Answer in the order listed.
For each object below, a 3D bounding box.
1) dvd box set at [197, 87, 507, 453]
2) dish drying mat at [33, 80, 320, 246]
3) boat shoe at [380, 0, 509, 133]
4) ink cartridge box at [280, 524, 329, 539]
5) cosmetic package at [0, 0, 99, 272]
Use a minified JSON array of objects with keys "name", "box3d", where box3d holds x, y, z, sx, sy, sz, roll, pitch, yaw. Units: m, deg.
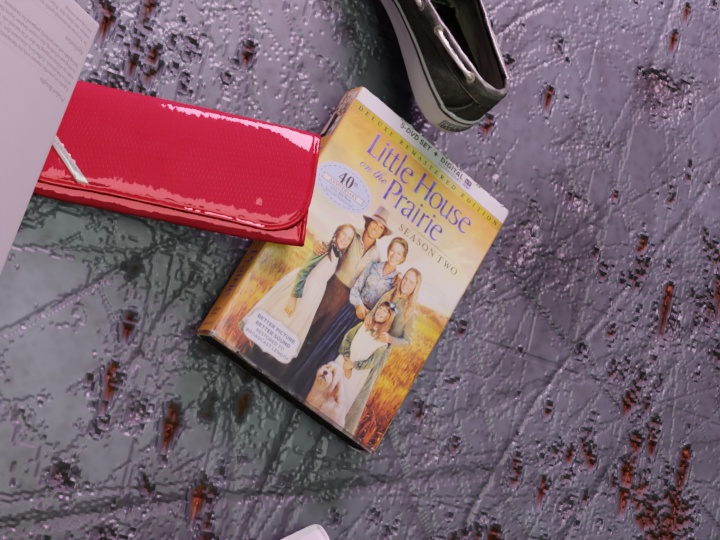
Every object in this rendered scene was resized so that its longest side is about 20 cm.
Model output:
[{"name":"dvd box set","box3d":[0.000,0.000,0.914,0.146,0.029,0.201,38,72,-21]},{"name":"dish drying mat","box3d":[-0.125,-0.070,0.844,0.197,0.018,0.078,11,77,-13]},{"name":"boat shoe","box3d":[0.051,-0.198,0.921,0.070,0.064,0.202,-14,77,-38]},{"name":"ink cartridge box","box3d":[-0.082,0.283,0.869,0.198,0.050,0.163,-24,99,-8]},{"name":"cosmetic package","box3d":[-0.236,-0.080,0.750,0.202,0.084,0.108,-70,155,-13]}]
